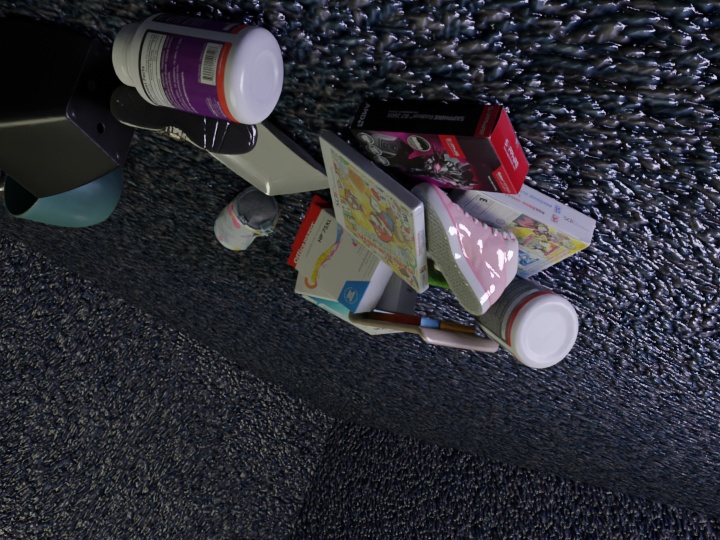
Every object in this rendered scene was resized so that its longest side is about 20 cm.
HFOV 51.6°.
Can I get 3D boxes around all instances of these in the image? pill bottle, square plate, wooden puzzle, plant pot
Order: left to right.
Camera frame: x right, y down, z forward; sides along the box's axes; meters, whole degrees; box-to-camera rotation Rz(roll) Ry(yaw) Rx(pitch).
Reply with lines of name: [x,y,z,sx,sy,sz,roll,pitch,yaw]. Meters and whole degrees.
plant pot: [-0.445,-0.243,1.112,0.175,0.203,0.200,2,155,22]
plant pot: [-0.556,-0.174,1.423,0.199,0.204,0.160,5,167,42]
pill bottle: [-0.201,-0.250,0.911,0.197,0.114,0.113,15,161,21]
square plate: [-0.158,-0.187,1.176,0.197,0.029,0.199,0,151,49]
wooden puzzle: [0.105,0.094,1.246,0.183,0.038,0.199,13,179,-39]
pill bottle: [0.248,0.066,1.192,0.115,0.117,0.200,30,-175,-24]

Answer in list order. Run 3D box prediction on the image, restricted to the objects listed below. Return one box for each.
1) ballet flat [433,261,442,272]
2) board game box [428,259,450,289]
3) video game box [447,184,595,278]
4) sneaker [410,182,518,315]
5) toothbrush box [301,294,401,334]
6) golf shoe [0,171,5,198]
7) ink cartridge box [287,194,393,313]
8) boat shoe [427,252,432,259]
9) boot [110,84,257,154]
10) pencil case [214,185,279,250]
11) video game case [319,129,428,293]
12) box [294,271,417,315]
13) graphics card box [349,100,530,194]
ballet flat: [0.110,-0.042,1.071,0.199,0.073,0.072,33,160,-19]
board game box: [0.093,-0.010,1.384,0.197,0.030,0.096,11,158,23]
video game box: [0.208,-0.064,1.068,0.180,0.047,0.200,27,162,-6]
sneaker: [0.147,-0.049,1.016,0.202,0.104,0.075,59,159,-17]
toothbrush box: [-0.004,0.057,1.593,0.199,0.086,0.146,31,159,-22]
golf shoe: [-0.974,-0.217,1.973,0.198,0.078,0.088,4,162,46]
ink cartridge box: [-0.042,-0.032,1.234,0.199,0.117,0.067,35,-161,25]
boat shoe: [0.072,-0.058,1.194,0.198,0.074,0.067,27,169,3]
boot: [-0.248,-0.221,1.060,0.197,0.074,0.151,9,-167,-16]
pencil case: [-0.218,-0.095,1.412,0.091,0.083,0.199,49,157,-10]
video game case: [0.020,-0.081,1.057,0.200,0.023,0.183,42,158,31]
box: [0.000,0.000,1.315,0.197,0.126,0.097,11,176,23]
graphics card box: [0.099,-0.155,0.932,0.198,0.051,0.125,12,160,33]
